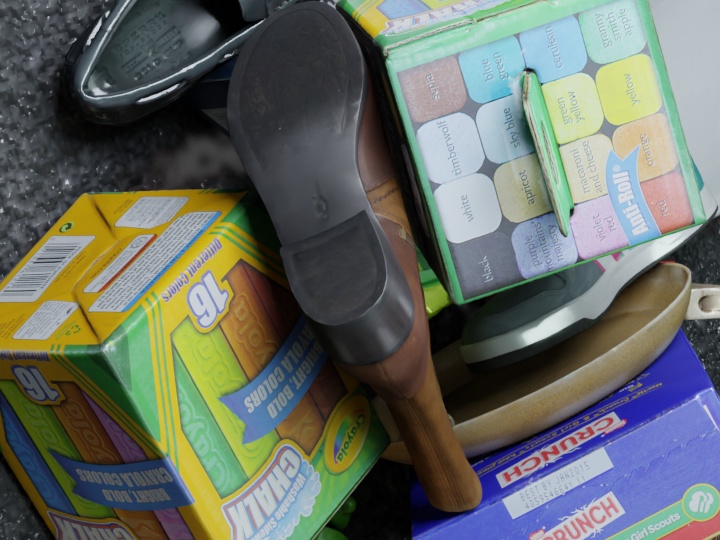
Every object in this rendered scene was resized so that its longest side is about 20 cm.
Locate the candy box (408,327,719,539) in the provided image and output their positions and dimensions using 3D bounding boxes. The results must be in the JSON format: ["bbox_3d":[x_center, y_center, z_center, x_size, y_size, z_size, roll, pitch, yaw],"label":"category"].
[{"bbox_3d":[0.112,0.105,1.208,0.077,0.169,0.200,62,6,-8],"label":"candy box"}]

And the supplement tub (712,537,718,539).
[{"bbox_3d":[0.157,0.153,1.373,0.107,0.107,0.201,-35,115,-43],"label":"supplement tub"}]

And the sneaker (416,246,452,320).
[{"bbox_3d":[0.000,0.000,1.216,0.084,0.074,0.200,58,30,5],"label":"sneaker"}]

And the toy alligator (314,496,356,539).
[{"bbox_3d":[-0.027,0.137,1.206,0.059,0.054,0.201,35,65,-43],"label":"toy alligator"}]

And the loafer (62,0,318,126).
[{"bbox_3d":[-0.057,-0.140,1.092,0.200,0.070,0.068,-40,97,1],"label":"loafer"}]

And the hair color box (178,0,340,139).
[{"bbox_3d":[-0.023,-0.161,1.208,0.100,0.060,0.201,36,63,-42],"label":"hair color box"}]

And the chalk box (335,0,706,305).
[{"bbox_3d":[0.075,-0.071,1.052,0.123,0.200,0.125,-18,107,-4],"label":"chalk box"}]

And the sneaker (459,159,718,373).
[{"bbox_3d":[0.104,-0.039,1.232,0.200,0.084,0.121,-37,103,-39],"label":"sneaker"}]

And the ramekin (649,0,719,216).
[{"bbox_3d":[0.161,-0.129,1.389,0.202,0.094,0.203,-1,91,-48],"label":"ramekin"}]

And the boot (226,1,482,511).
[{"bbox_3d":[0.010,-0.006,1.082,0.200,0.068,0.189,58,9,-57],"label":"boot"}]

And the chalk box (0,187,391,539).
[{"bbox_3d":[-0.081,0.076,1.094,0.125,0.124,0.200,-50,124,-36],"label":"chalk box"}]

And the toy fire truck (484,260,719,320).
[{"bbox_3d":[0.185,0.017,1.379,0.200,0.141,0.049,-8,96,-48],"label":"toy fire truck"}]

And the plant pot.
[{"bbox_3d":[0.090,0.054,1.228,0.200,0.200,0.028,-36,103,-42],"label":"plant pot"}]
